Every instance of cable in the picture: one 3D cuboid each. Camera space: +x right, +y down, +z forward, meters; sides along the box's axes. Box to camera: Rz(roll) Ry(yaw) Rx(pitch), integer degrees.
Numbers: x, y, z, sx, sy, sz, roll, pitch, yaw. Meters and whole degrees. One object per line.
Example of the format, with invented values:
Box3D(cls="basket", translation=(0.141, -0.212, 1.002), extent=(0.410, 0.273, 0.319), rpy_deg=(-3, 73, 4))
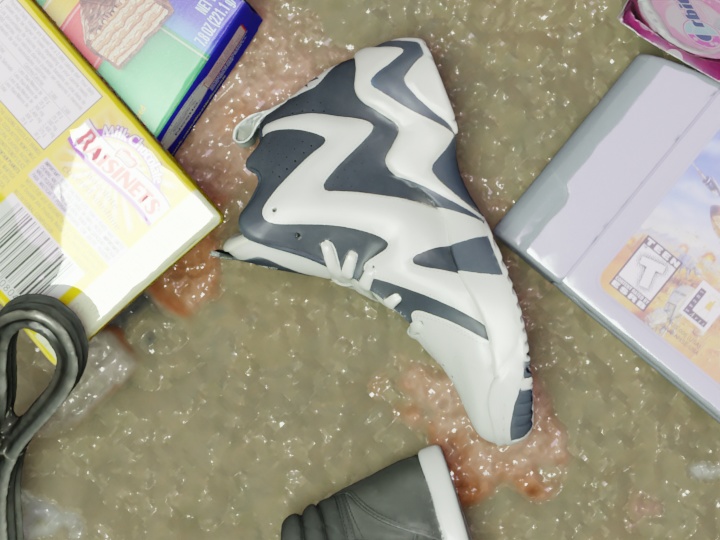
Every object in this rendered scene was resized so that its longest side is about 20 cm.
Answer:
Box3D(cls="cable", translation=(-0.176, 0.093, 0.954), extent=(0.097, 0.050, 0.200), rpy_deg=(45, 131, -6))

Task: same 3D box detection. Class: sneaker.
Box3D(cls="sneaker", translation=(0.000, 0.000, 0.982), extent=(0.129, 0.079, 0.200), rpy_deg=(-19, 87, 2))
Box3D(cls="sneaker", translation=(0.018, 0.187, 0.963), extent=(0.099, 0.071, 0.200), rpy_deg=(-17, 65, 3))

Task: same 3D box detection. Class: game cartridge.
Box3D(cls="game cartridge", translation=(0.181, -0.005, 1.000), extent=(0.200, 0.042, 0.133), rpy_deg=(39, 93, 3))

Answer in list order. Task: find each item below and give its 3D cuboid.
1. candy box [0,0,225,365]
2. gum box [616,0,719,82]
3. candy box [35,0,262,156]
Box3D(cls="candy box", translation=(-0.164, -0.065, 0.939), extent=(0.102, 0.026, 0.200), rpy_deg=(-41, 89, 1))
Box3D(cls="gum box", translation=(0.238, -0.121, 0.973), extent=(0.200, 0.066, 0.114), rpy_deg=(31, 70, 3))
Box3D(cls="candy box", translation=(-0.176, -0.111, 0.992), extent=(0.200, 0.077, 0.169), rpy_deg=(34, 90, 4))
